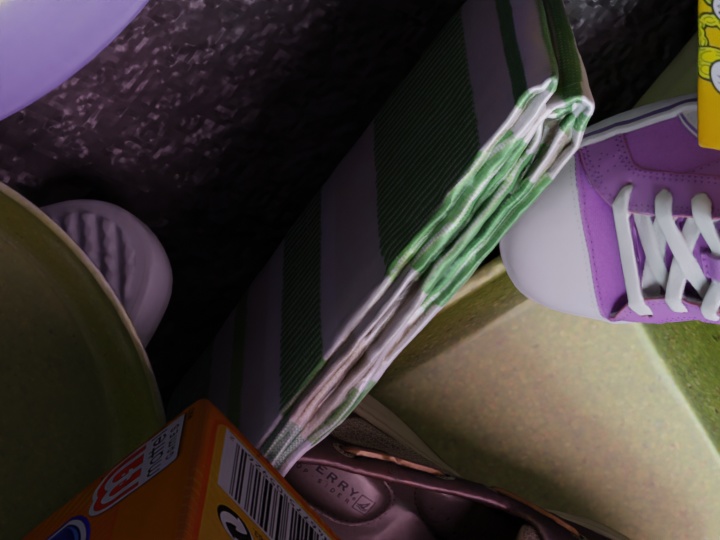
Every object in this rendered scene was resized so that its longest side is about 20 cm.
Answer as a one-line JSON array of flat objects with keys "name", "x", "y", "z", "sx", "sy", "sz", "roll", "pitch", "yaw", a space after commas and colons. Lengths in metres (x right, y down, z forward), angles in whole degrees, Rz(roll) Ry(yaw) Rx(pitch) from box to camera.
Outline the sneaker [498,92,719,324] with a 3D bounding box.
[{"name": "sneaker", "x": 0.123, "y": -0.008, "z": 0.843, "sx": 0.200, "sy": 0.114, "sz": 0.073, "roll": -7, "pitch": 109, "yaw": 26}]

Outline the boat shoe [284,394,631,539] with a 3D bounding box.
[{"name": "boat shoe", "x": 0.043, "y": 0.105, "z": 0.913, "sx": 0.200, "sy": 0.072, "sz": 0.072, "roll": 36, "pitch": 98, "yaw": -13}]

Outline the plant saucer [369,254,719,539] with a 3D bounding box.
[{"name": "plant saucer", "x": 0.060, "y": 0.093, "z": 0.974, "sx": 0.200, "sy": 0.048, "sz": 0.200, "roll": -32, "pitch": 105, "yaw": 3}]

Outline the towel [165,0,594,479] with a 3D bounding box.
[{"name": "towel", "x": 0.000, "y": 0.000, "z": 0.843, "sx": 0.023, "sy": 0.153, "sz": 0.200, "roll": 32, "pitch": 109, "yaw": -14}]

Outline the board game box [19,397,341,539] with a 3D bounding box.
[{"name": "board game box", "x": -0.056, "y": 0.199, "z": 0.732, "sx": 0.200, "sy": 0.200, "sz": 0.200, "roll": -38, "pitch": 105, "yaw": 14}]

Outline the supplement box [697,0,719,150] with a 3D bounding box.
[{"name": "supplement box", "x": 0.164, "y": -0.135, "z": 0.788, "sx": 0.110, "sy": 0.109, "sz": 0.200, "roll": -44, "pitch": 139, "yaw": -48}]

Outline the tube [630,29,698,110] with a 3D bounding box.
[{"name": "tube", "x": 0.155, "y": -0.088, "z": 0.924, "sx": 0.200, "sy": 0.058, "sz": 0.052, "roll": -52, "pitch": 174, "yaw": 24}]

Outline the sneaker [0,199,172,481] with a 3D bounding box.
[{"name": "sneaker", "x": -0.125, "y": 0.058, "z": 0.883, "sx": 0.200, "sy": 0.074, "sz": 0.082, "roll": -44, "pitch": 157, "yaw": 12}]

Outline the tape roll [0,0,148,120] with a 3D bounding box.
[{"name": "tape roll", "x": -0.137, "y": -0.128, "z": 0.682, "sx": 0.200, "sy": 0.085, "sz": 0.200, "roll": -15, "pitch": 132, "yaw": -17}]

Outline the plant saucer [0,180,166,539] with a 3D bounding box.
[{"name": "plant saucer", "x": -0.153, "y": 0.053, "z": 0.815, "sx": 0.199, "sy": 0.031, "sz": 0.201, "roll": 0, "pitch": 103, "yaw": 2}]
